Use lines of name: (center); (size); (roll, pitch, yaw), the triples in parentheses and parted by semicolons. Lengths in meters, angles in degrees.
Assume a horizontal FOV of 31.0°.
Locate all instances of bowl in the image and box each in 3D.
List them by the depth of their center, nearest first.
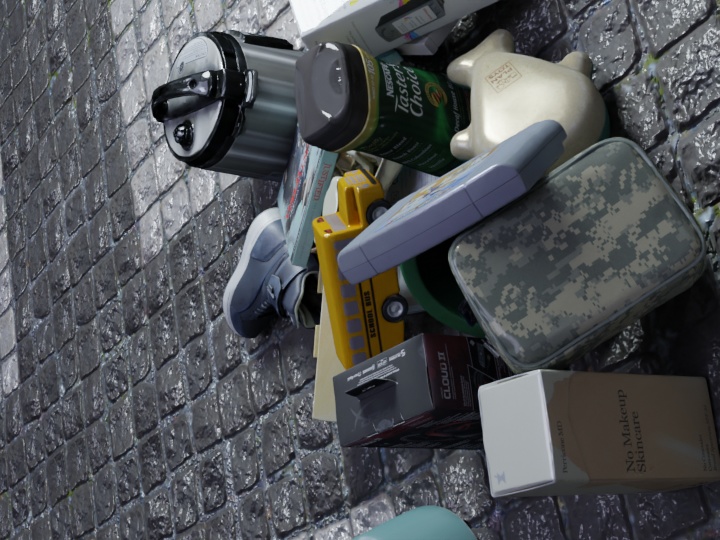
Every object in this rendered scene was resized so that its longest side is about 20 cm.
bowl: (0.037, 0.347, 1.350); (0.200, 0.105, 0.202); (-10, 77, 52)

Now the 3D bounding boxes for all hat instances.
hat: (0.131, -0.046, 1.288); (0.176, 0.199, 0.166); (-56, -15, -60)

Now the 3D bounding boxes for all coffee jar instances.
coffee jar: (0.027, -0.160, 1.296); (0.085, 0.199, 0.105); (-28, 63, 45)

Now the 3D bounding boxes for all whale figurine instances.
whale figurine: (0.160, -0.149, 1.256); (0.159, 0.104, 0.200); (-36, 46, 4)

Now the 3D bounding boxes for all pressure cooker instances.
pressure cooker: (-0.156, -0.206, 1.623); (0.176, 0.199, 0.179); (-59, 42, 31)

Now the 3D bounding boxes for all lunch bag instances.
lunch bag: (0.181, 0.001, 1.101); (0.200, 0.168, 0.140); (-35, 72, 4)

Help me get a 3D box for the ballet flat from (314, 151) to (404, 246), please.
ballet flat: (0.004, -0.103, 1.404); (0.069, 0.069, 0.201); (20, 87, 53)

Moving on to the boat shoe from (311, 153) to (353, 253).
boat shoe: (-0.017, -0.102, 1.510); (0.074, 0.069, 0.201); (33, 118, 25)

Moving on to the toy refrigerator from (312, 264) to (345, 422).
toy refrigerator: (-0.018, 0.069, 1.474); (0.076, 0.070, 0.201); (115, 160, -88)

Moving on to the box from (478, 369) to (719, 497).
box: (0.199, 0.136, 1.075); (0.078, 0.199, 0.095); (-25, 67, 50)

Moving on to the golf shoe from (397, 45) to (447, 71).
golf shoe: (0.035, -0.231, 1.482); (0.200, 0.077, 0.095); (-138, 51, -56)

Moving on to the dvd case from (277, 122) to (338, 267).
dvd case: (-0.062, -0.109, 1.500); (0.200, 0.022, 0.146); (-110, 34, -63)

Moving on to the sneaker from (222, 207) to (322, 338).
sneaker: (-0.098, 0.045, 1.609); (0.146, 0.077, 0.203); (49, 140, 30)

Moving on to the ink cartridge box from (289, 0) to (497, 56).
ink cartridge box: (0.024, -0.311, 1.333); (0.199, 0.086, 0.148); (-24, 60, 12)

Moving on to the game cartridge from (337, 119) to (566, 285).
game cartridge: (0.074, -0.056, 1.109); (0.200, 0.133, 0.042); (-29, 94, 36)

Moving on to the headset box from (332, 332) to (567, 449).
headset box: (0.080, 0.119, 1.244); (0.149, 0.199, 0.075); (-31, 61, 49)

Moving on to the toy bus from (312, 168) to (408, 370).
toy bus: (0.000, 0.000, 1.361); (0.065, 0.078, 0.201); (-124, 22, -65)

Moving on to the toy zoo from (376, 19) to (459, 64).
toy zoo: (0.076, -0.300, 1.394); (0.200, 0.020, 0.131); (-53, 37, -6)

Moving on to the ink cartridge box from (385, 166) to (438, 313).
ink cartridge box: (0.099, -0.062, 1.384); (0.200, 0.043, 0.197); (-11, 75, 49)
